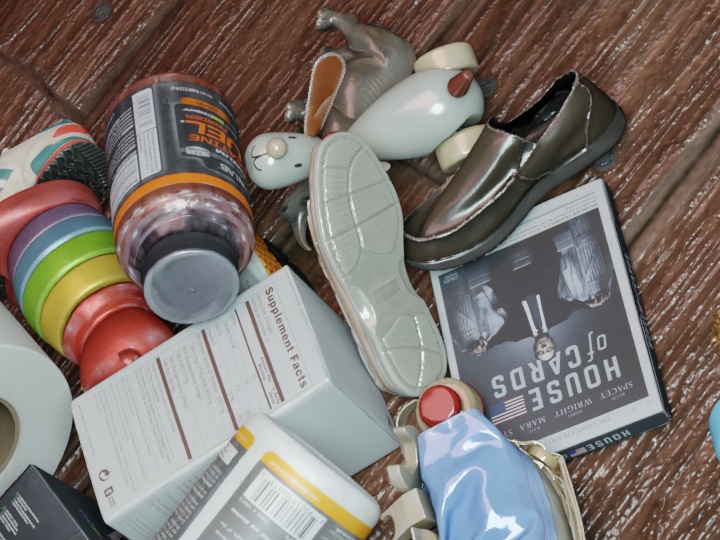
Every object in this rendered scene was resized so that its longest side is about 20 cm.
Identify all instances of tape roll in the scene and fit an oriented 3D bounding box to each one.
[{"bbox_3d":[-0.344,0.105,1.735,0.203,0.203,0.139,-47,52,-1],"label":"tape roll"}]

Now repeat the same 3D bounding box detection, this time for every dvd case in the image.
[{"bbox_3d":[0.132,0.046,1.608,0.150,0.025,0.201,-23,54,18],"label":"dvd case"}]

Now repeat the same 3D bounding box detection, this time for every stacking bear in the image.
[{"bbox_3d":[-0.209,0.030,1.741,0.114,0.122,0.200,-40,53,-1],"label":"stacking bear"}]

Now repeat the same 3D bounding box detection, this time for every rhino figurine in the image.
[{"bbox_3d":[-0.015,-0.108,1.754,0.087,0.060,0.201,11,71,16],"label":"rhino figurine"}]

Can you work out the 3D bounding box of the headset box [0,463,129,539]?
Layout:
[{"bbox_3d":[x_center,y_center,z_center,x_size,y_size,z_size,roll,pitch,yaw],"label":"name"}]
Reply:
[{"bbox_3d":[-0.236,0.269,1.643,0.200,0.093,0.174,-48,50,2],"label":"headset box"}]

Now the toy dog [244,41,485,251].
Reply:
[{"bbox_3d":[0.018,-0.110,1.674,0.200,0.096,0.132,-37,78,-13],"label":"toy dog"}]

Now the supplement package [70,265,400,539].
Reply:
[{"bbox_3d":[-0.093,0.113,1.641,0.199,0.117,0.118,-32,51,10],"label":"supplement package"}]

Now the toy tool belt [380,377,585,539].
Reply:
[{"bbox_3d":[0.075,0.150,1.499,0.124,0.123,0.201,-31,65,14],"label":"toy tool belt"}]

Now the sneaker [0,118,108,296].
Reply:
[{"bbox_3d":[-0.300,-0.051,1.895,0.200,0.070,0.093,-42,34,6],"label":"sneaker"}]

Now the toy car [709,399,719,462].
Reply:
[{"bbox_3d":[0.332,0.164,1.348,0.199,0.177,0.185,-15,45,7],"label":"toy car"}]

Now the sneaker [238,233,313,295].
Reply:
[{"bbox_3d":[-0.111,0.003,1.750,0.092,0.076,0.200,-50,43,6],"label":"sneaker"}]

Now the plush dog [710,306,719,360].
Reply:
[{"bbox_3d":[0.314,0.019,1.458,0.199,0.160,0.173,26,105,39],"label":"plush dog"}]

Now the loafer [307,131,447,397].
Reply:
[{"bbox_3d":[0.000,0.000,1.626,0.072,0.201,0.063,-22,4,-30],"label":"loafer"}]

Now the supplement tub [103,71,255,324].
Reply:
[{"bbox_3d":[-0.134,-0.051,1.660,0.107,0.107,0.201,-28,40,13],"label":"supplement tub"}]

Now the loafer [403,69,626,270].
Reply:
[{"bbox_3d":[0.101,-0.080,1.647,0.200,0.071,0.073,-40,32,-7],"label":"loafer"}]

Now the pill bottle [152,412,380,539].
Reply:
[{"bbox_3d":[-0.087,0.206,1.516,0.116,0.116,0.200,37,88,39],"label":"pill bottle"}]
